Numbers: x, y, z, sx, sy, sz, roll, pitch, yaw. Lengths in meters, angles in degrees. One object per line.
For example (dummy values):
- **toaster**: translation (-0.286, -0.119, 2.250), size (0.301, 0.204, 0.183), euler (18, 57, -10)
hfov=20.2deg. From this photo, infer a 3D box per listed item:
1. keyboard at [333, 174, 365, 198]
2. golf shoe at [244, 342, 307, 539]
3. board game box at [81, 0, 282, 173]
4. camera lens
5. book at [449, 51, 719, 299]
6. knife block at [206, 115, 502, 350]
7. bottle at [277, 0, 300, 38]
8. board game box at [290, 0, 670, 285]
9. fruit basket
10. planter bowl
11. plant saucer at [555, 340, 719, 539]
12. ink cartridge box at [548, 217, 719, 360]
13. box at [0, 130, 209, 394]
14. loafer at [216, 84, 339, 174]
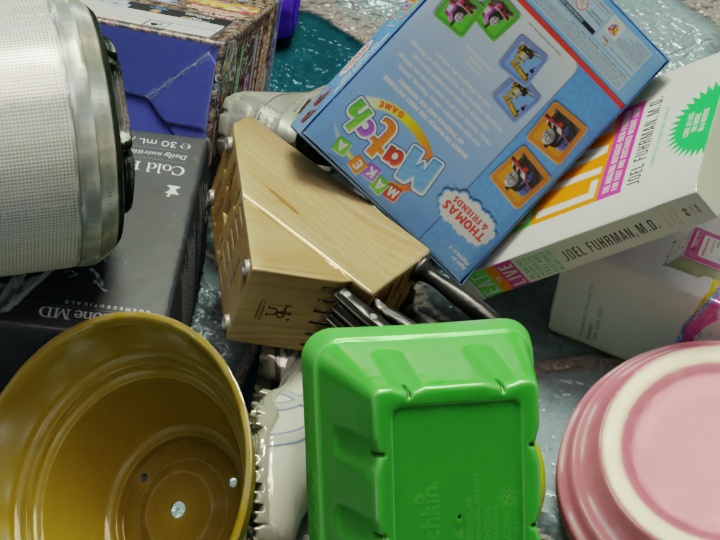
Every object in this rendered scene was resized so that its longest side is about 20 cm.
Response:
- **keyboard**: translation (0.043, -0.113, 1.536), size (0.056, 0.011, 0.200), euler (31, 47, 18)
- **golf shoe**: translation (-0.024, 0.104, 1.239), size (0.097, 0.078, 0.200), euler (12, 43, -2)
- **board game box**: translation (-0.157, -0.147, 1.429), size (0.159, 0.097, 0.200), euler (12, 18, 7)
- **camera lens**: translation (-0.237, -0.073, 1.160), size (0.200, 0.160, 0.160), euler (-8, 44, -14)
- **book**: translation (0.157, -0.057, 1.316), size (0.200, 0.048, 0.134), euler (-21, 33, 39)
- **knife block**: translation (0.000, 0.000, 1.275), size (0.175, 0.064, 0.200), euler (8, 41, -19)
- **bottle**: translation (-0.146, -0.233, 1.602), size (0.200, 0.065, 0.084), euler (7, 46, 1)
- **board game box**: translation (0.077, -0.114, 1.289), size (0.200, 0.151, 0.037), euler (-47, 20, -1)
- **fruit basket**: translation (0.043, 0.127, 1.161), size (0.155, 0.216, 0.216), euler (-3, 42, -11)
- **planter bowl**: translation (-0.125, 0.131, 1.156), size (0.200, 0.083, 0.201), euler (-11, 68, 28)
- **plant saucer**: translation (0.220, 0.121, 1.229), size (0.200, 0.051, 0.201), euler (-1, 54, 1)
- **ink cartridge box**: translation (0.247, 0.006, 1.370), size (0.200, 0.085, 0.145), euler (21, 45, 18)
- **box**: translation (-0.208, 0.009, 1.285), size (0.200, 0.124, 0.197), euler (6, 44, 0)
- **loafer**: translation (-0.022, -0.094, 1.404), size (0.070, 0.070, 0.200), euler (13, 13, 28)
